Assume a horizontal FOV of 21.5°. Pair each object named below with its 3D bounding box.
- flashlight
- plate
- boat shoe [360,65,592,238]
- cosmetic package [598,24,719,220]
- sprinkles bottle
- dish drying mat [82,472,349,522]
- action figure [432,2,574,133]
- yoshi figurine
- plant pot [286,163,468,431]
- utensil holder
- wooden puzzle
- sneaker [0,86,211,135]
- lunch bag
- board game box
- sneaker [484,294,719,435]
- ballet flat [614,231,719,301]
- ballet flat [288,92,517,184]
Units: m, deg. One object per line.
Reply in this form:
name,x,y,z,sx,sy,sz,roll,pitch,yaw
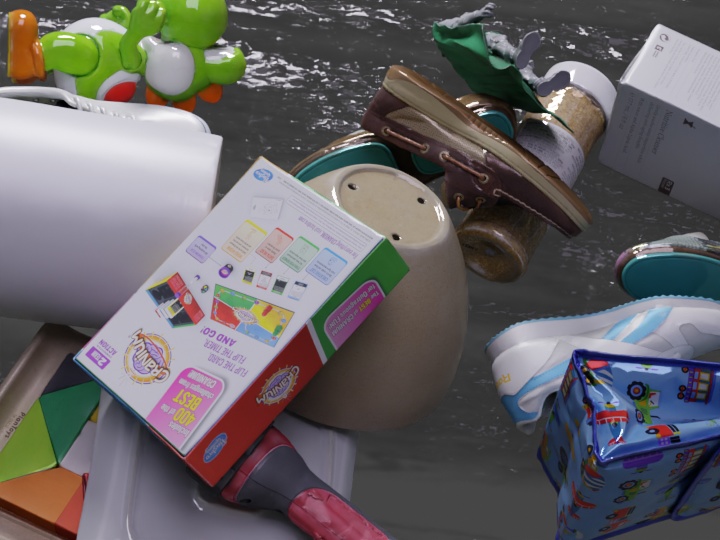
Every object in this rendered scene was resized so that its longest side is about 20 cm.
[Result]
flashlight,-0.025,0.174,1.313,0.200,0.068,0.068,39,57,2
plate,-0.095,0.153,1.357,0.198,0.032,0.201,14,57,-14
boat shoe,0.088,-0.078,1.487,0.200,0.072,0.072,36,101,4
cosmetic package,0.309,-0.106,1.575,0.199,0.113,0.081,27,58,13
sprinkles bottle,0.145,-0.083,1.565,0.068,0.068,0.200,26,58,10
dish drying mat,-0.100,0.181,1.369,0.199,0.018,0.077,1,62,-22
action figure,0.107,-0.179,1.579,0.055,0.200,0.118,-42,113,-5
yoshi figurine,-0.193,-0.200,1.583,0.199,0.112,0.113,1,50,-9
plant pot,0.000,0.000,1.419,0.199,0.135,0.201,15,38,-12
utensil holder,-0.212,-0.039,1.441,0.199,0.170,0.171,8,56,-5
wooden puzzle,-0.189,0.141,1.401,0.199,0.037,0.186,25,58,9
sneaker,-0.220,-0.109,1.532,0.198,0.071,0.074,1,75,-1
lunch bag,0.244,0.125,1.393,0.199,0.151,0.095,-5,58,-9
board game box,-0.085,0.030,1.308,0.200,0.040,0.153,-47,45,-8
sneaker,0.201,0.073,1.474,0.199,0.077,0.081,-12,67,-7
ballet flat,0.299,0.002,1.538,0.199,0.069,0.071,8,38,-6
ballet flat,0.031,-0.100,1.559,0.199,0.068,0.072,-22,26,4
